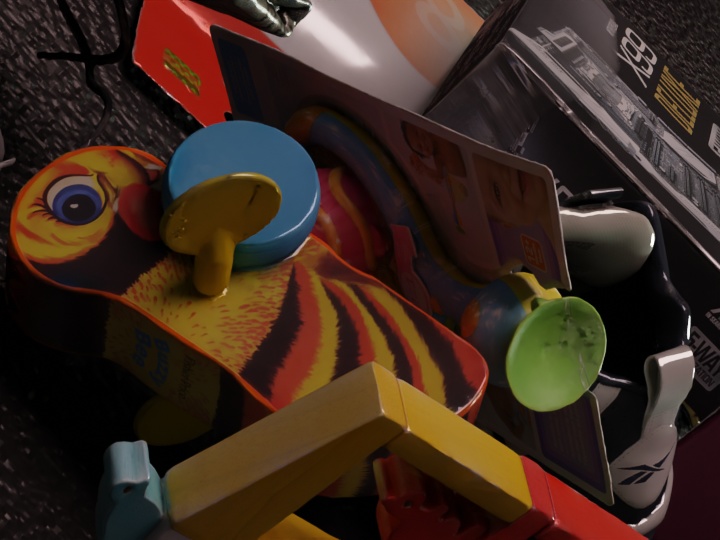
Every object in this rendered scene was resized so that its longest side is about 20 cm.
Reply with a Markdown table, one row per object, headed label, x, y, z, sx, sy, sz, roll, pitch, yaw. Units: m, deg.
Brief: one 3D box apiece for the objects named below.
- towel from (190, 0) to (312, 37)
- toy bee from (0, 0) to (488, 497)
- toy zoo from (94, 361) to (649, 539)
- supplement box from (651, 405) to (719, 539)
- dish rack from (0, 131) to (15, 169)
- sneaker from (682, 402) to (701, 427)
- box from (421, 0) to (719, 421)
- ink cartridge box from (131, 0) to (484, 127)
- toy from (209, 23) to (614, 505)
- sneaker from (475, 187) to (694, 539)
| label | x | y | z | sx | sy | sz | roll | pitch | yaw |
| --- | --- | --- | --- | --- | --- | --- | --- | --- | --- |
| towel | -0.130 | -0.131 | 0.788 | 0.192 | 0.035 | 0.200 | 28 | 0 | 26 |
| toy bee | -0.064 | 0.007 | 0.782 | 0.199 | 0.108 | 0.132 | 31 | -36 | 38 |
| toy zoo | 0.003 | 0.096 | 0.729 | 0.200 | 0.131 | 0.021 | 34 | 30 | -37 |
| supplement box | 0.167 | 0.128 | 0.979 | 0.199 | 0.131 | 0.104 | 16 | 42 | -52 |
| dish rack | -0.178 | -0.073 | 0.699 | 0.154 | 0.055 | 0.200 | 55 | 34 | 10 |
| sneaker | 0.146 | 0.014 | 1.174 | 0.199 | 0.067 | 0.090 | 22 | 43 | -44 |
| box | 0.106 | -0.040 | 1.041 | 0.158 | 0.050 | 0.200 | 46 | 19 | -4 |
| ink cartridge box | -0.014 | -0.094 | 1.060 | 0.162 | 0.050 | 0.200 | 42 | 23 | -22 |
| toy | 0.000 | 0.000 | 0.836 | 0.200 | 0.047 | 0.116 | 25 | -45 | 51 |
| sneaker | 0.049 | -0.006 | 0.889 | 0.079 | 0.130 | 0.200 | -12 | 55 | -28 |
